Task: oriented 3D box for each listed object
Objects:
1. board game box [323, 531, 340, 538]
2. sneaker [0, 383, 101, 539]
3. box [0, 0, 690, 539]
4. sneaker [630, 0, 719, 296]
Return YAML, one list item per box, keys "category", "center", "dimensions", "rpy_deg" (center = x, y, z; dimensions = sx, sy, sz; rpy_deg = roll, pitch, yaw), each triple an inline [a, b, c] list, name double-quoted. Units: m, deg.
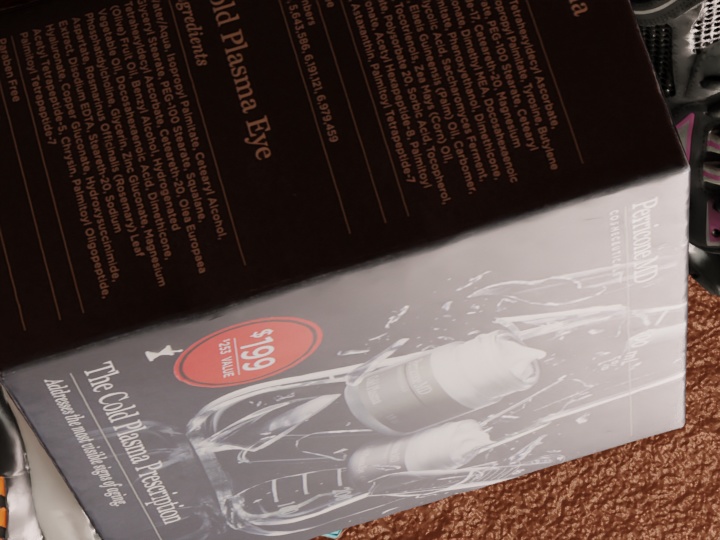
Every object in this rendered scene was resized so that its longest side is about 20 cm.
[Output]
- category: "board game box"
  center: [0.000, 0.000, 1.014]
  dimensions: [0.200, 0.047, 0.151]
  rpy_deg: [-58, 160, 5]
- category: "sneaker"
  center: [-0.134, 0.052, 0.855]
  dimensions: [0.090, 0.070, 0.200]
  rpy_deg: [-19, 138, -3]
- category: "box"
  center: [-0.007, -0.006, 0.794]
  dimensions: [0.182, 0.104, 0.200]
  rpy_deg: [-18, 157, -1]
- category: "sneaker"
  center: [0.118, -0.052, 0.842]
  dimensions: [0.080, 0.086, 0.200]
  rpy_deg: [-24, 162, -2]
